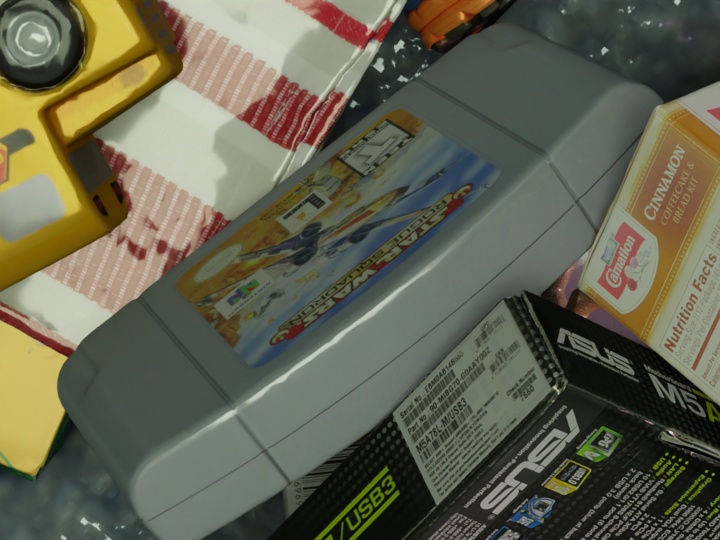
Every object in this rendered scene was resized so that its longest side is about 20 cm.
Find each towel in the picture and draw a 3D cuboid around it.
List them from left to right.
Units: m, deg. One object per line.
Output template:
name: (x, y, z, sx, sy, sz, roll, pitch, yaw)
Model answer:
towel: (-0.076, -0.071, 0.931, 0.144, 0.023, 0.200, 29, 95, -2)

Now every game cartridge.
game cartridge: (0.000, 0.000, 0.867, 0.200, 0.133, 0.042, -38, 108, -5)

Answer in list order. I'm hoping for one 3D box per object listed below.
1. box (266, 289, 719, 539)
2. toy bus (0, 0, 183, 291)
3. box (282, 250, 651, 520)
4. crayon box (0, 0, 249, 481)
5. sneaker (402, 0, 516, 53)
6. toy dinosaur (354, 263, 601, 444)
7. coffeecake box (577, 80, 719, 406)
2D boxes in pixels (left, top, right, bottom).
box: (0.054, 0.113, 0.871, 0.193, 0.048, 0.200, 22, 120, -41)
toy bus: (-0.146, -0.022, 0.897, 0.200, 0.065, 0.078, -28, 95, 7)
box: (0.068, 0.032, 0.985, 0.199, 0.041, 0.157, -7, 95, 3)
crayon box: (-0.123, -0.043, 0.974, 0.118, 0.058, 0.201, 24, 95, -1)
sneaker: (0.071, -0.168, 0.952, 0.078, 0.075, 0.200, 44, 93, 1)
toy dinosaur: (0.034, 0.030, 0.937, 0.199, 0.058, 0.102, -7, 96, 2)
coffeecake box: (0.190, 0.017, 0.819, 0.200, 0.153, 0.073, 41, 131, 25)
